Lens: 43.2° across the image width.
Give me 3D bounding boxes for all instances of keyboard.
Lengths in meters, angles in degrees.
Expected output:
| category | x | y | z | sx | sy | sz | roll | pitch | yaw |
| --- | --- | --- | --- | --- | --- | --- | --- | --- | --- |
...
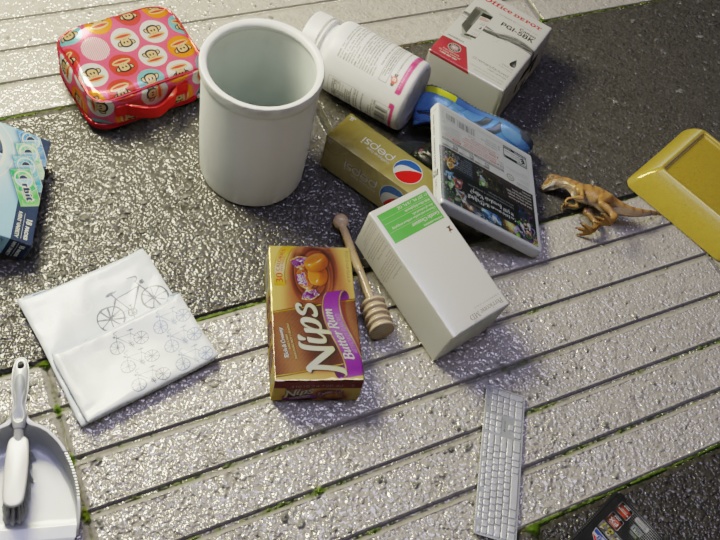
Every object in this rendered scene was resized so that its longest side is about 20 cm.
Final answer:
| category | x | y | z | sx | sy | sz | roll | pitch | yaw |
| --- | --- | --- | --- | --- | --- | --- | --- | --- | --- |
| keyboard | 0.176 | 0.240 | 1.141 | 0.055 | 0.011 | 0.203 | 14 | 54 | -3 |

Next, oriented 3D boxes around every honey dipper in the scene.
| category | x | y | z | sx | sy | sz | roll | pitch | yaw |
| --- | --- | --- | --- | --- | --- | --- | --- | --- | --- |
| honey dipper | 0.000 | 0.000 | 1.252 | 0.037 | 0.038 | 0.203 | -8 | 56 | -18 |

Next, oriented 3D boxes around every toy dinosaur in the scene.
| category | x | y | z | sx | sy | sz | roll | pitch | yaw |
| --- | --- | --- | --- | --- | --- | --- | --- | --- | --- |
| toy dinosaur | 0.375 | -0.101 | 1.392 | 0.196 | 0.061 | 0.107 | 22 | 52 | 2 |

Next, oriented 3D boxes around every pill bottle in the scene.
| category | x | y | z | sx | sy | sz | roll | pitch | yaw |
| --- | --- | --- | --- | --- | --- | --- | --- | --- | --- |
| pill bottle | 0.002 | -0.316 | 1.422 | 0.198 | 0.114 | 0.114 | 31 | 55 | 9 |

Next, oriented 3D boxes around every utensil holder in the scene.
| category | x | y | z | sx | sy | sz | roll | pitch | yaw |
| --- | --- | --- | --- | --- | --- | --- | --- | --- | --- |
| utensil holder | -0.145 | -0.214 | 1.265 | 0.166 | 0.201 | 0.173 | 6 | 55 | -9 |

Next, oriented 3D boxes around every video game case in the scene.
| category | x | y | z | sx | sy | sz | roll | pitch | yaw |
| --- | --- | --- | --- | --- | --- | --- | --- | --- | --- |
| video game case | 0.184 | -0.132 | 1.339 | 0.197 | 0.023 | 0.185 | 23 | 51 | -30 |

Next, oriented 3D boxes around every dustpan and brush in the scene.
| category | x | y | z | sx | sy | sz | roll | pitch | yaw |
| --- | --- | --- | --- | --- | --- | --- | --- | --- | --- |
| dustpan and brush | -0.381 | 0.198 | 1.012 | 0.136 | 0.058 | 0.203 | -1 | 56 | -13 |

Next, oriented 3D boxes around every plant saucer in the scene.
| category | x | y | z | sx | sy | sz | roll | pitch | yaw |
| --- | --- | --- | --- | --- | --- | --- | --- | --- | --- |
| plant saucer | 0.563 | -0.139 | 1.468 | 0.199 | 0.049 | 0.200 | -36 | 70 | -30 |

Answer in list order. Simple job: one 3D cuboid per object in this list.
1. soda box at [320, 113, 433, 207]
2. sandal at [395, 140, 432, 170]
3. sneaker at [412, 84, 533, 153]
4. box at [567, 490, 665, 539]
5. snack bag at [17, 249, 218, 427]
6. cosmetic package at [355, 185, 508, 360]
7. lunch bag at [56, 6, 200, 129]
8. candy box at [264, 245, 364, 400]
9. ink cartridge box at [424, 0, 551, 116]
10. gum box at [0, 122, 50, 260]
| category | x | y | z | sx | sy | sz | roll | pitch | yaw |
| --- | --- | --- | --- | --- | --- | --- | --- | --- | --- |
| soda box | 0.038 | -0.140 | 1.336 | 0.198 | 0.068 | 0.064 | 36 | 55 | 13 |
| sandal | 0.137 | -0.165 | 1.388 | 0.196 | 0.048 | 0.077 | 12 | 54 | -6 |
| sneaker | 0.174 | -0.216 | 1.434 | 0.197 | 0.066 | 0.080 | 24 | 85 | -6 |
| box | 0.316 | 0.384 | 1.052 | 0.159 | 0.045 | 0.200 | -31 | 67 | -29 |
| snack bag | -0.305 | 0.072 | 1.142 | 0.186 | 0.022 | 0.201 | -25 | 64 | -26 |
| cosmetic package | 0.093 | 0.003 | 1.224 | 0.106 | 0.085 | 0.202 | -28 | 73 | -28 |
| lunch bag | -0.333 | -0.296 | 1.352 | 0.197 | 0.083 | 0.177 | -24 | 64 | -27 |
| candy box | -0.063 | 0.066 | 1.179 | 0.114 | 0.057 | 0.203 | 2 | 54 | -11 |
| ink cartridge box | 0.210 | -0.357 | 1.517 | 0.145 | 0.084 | 0.201 | 31 | 55 | 11 |
| gum box | -0.509 | -0.124 | 1.163 | 0.197 | 0.044 | 0.173 | 20 | 52 | -32 |
